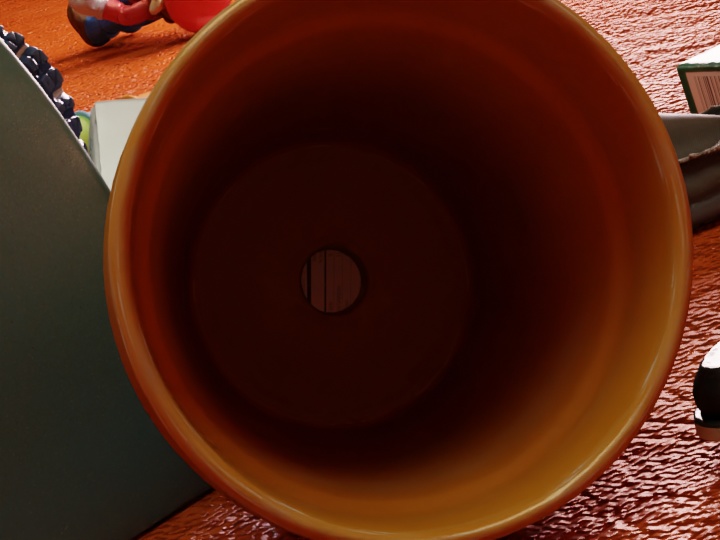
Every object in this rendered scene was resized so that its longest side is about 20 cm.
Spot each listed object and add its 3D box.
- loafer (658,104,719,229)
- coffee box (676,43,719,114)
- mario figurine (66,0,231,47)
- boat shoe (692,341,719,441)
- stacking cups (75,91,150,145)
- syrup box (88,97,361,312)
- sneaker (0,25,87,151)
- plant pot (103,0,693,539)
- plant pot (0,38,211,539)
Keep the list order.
[{"bbox_3d":[0.104,-0.047,1.150,0.199,0.071,0.073,-19,15,-6],"label":"loafer"},{"bbox_3d":[0.269,-0.106,1.235,0.123,0.044,0.200,-27,17,-31],"label":"coffee box"},{"bbox_3d":[-0.186,-0.267,2.217,0.199,0.106,0.124,-11,48,52],"label":"mario figurine"},{"bbox_3d":[0.184,0.002,0.902,0.201,0.063,0.073,-30,22,-37],"label":"boat shoe"},{"bbox_3d":[-0.163,-0.086,1.639,0.199,0.061,0.060,-24,16,-33],"label":"stacking cups"},{"bbox_3d":[-0.015,-0.026,1.054,0.199,0.082,0.079,-6,49,-5],"label":"syrup box"},{"bbox_3d":[-0.161,-0.015,1.087,0.085,0.201,0.077,-7,34,12],"label":"sneaker"},{"bbox_3d":[0.000,0.000,0.902,0.199,0.201,0.183,-20,-1,-11],"label":"plant pot"},{"bbox_3d":[-0.172,0.017,0.974,0.141,0.201,0.141,-2,21,45],"label":"plant pot"}]
